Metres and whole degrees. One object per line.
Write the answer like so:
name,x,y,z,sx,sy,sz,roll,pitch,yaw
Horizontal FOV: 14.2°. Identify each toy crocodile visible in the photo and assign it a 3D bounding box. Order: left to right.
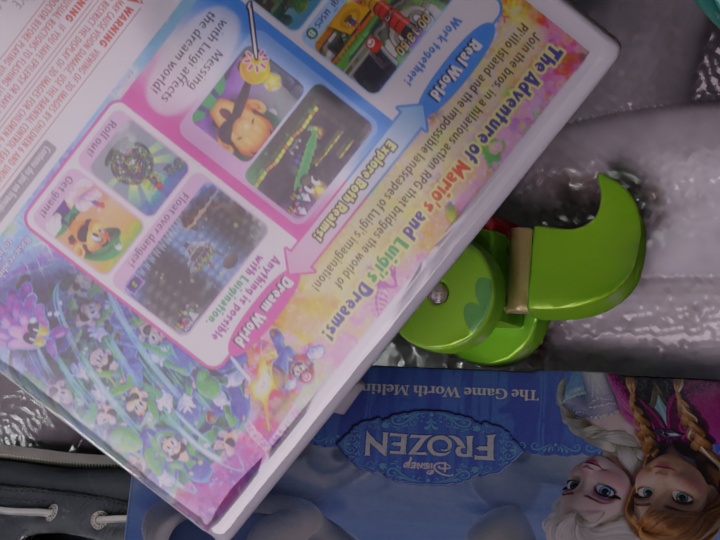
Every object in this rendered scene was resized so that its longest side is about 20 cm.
toy crocodile,0.000,0.000,0.988,0.199,0.067,0.062,-1,82,22

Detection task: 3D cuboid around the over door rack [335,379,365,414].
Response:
over door rack,-0.048,-0.071,0.925,0.200,0.067,0.148,37,100,10

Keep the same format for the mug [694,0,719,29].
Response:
mug,0.052,-0.150,0.821,0.152,0.114,0.186,-1,80,9

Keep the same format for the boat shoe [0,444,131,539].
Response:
boat shoe,-0.127,0.110,1.095,0.199,0.062,0.073,-7,116,26

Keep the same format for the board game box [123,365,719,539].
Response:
board game box,0.020,0.124,0.941,0.199,0.199,0.043,2,147,3

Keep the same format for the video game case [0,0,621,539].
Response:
video game case,-0.052,-0.047,0.892,0.182,0.024,0.200,38,98,-4
